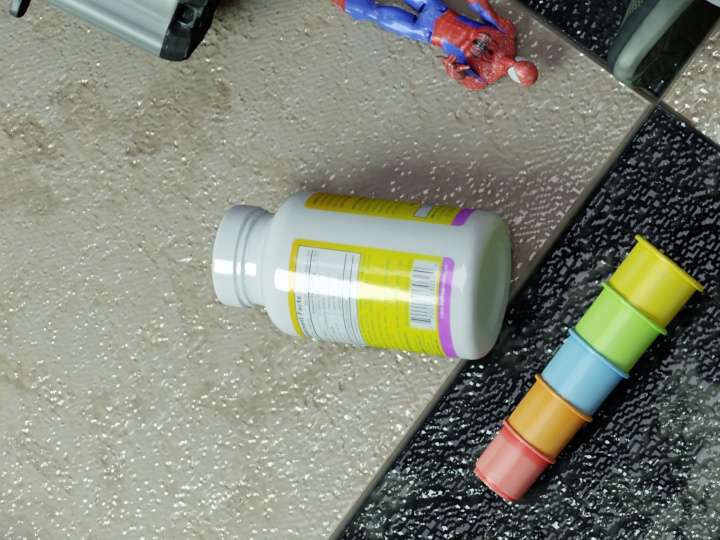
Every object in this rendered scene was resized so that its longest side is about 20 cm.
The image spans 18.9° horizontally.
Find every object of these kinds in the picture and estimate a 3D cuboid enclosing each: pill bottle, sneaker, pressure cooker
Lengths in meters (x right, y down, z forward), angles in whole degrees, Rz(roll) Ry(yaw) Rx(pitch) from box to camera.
[{"bbox_3d":[0.000,0.000,1.530,0.198,0.104,0.105,7,84,19],"label":"pill bottle"},{"bbox_3d":[0.210,-0.228,1.517,0.114,0.076,0.200,30,88,21],"label":"sneaker"},{"bbox_3d":[-0.178,-0.267,1.566,0.199,0.179,0.177,25,56,-3],"label":"pressure cooker"}]

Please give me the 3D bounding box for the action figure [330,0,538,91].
[{"bbox_3d":[0.039,-0.189,1.553,0.199,0.099,0.066,31,88,17],"label":"action figure"}]

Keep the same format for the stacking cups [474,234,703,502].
[{"bbox_3d":[0.150,0.069,1.495,0.060,0.060,0.200,42,96,19],"label":"stacking cups"}]

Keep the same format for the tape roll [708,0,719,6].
[{"bbox_3d":[0.287,-0.270,1.443,0.198,0.066,0.202,-3,98,-20],"label":"tape roll"}]
